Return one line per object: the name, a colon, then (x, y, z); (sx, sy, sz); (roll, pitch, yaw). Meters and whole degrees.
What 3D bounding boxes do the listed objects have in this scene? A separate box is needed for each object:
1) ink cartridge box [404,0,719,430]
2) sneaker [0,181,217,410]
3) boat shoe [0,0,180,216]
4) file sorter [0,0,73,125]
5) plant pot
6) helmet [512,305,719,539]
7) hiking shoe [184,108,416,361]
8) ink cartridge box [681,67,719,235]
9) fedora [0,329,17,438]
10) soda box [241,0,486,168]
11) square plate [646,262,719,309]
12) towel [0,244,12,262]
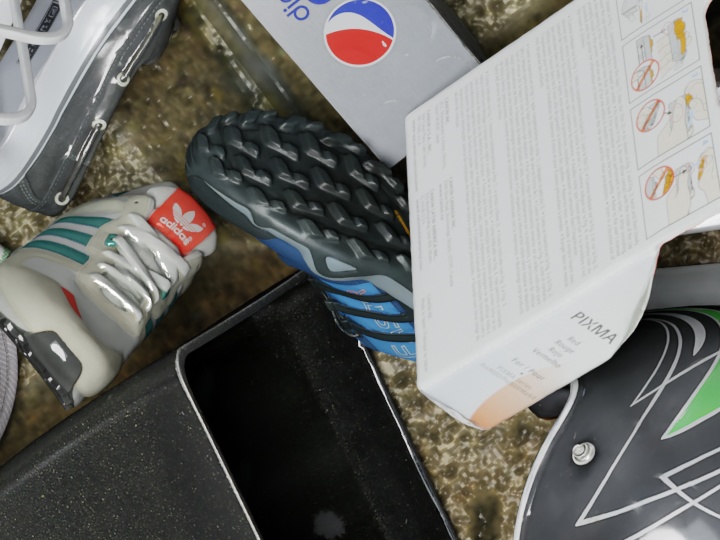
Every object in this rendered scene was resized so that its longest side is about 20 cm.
ink cartridge box: (0.106, -0.046, 1.038); (0.200, 0.162, 0.050); (-30, 133, 30)
sneaker: (-0.114, -0.002, 1.125); (0.093, 0.200, 0.070); (-37, 100, 5)
boat shoe: (-0.121, -0.118, 1.181); (0.057, 0.069, 0.200); (31, 94, -33)
file sorter: (-0.189, -0.147, 1.064); (0.138, 0.125, 0.200); (12, 127, -24)
plant pot: (-0.079, 0.135, 1.149); (0.177, 0.200, 0.200); (-23, 94, 23)
helmet: (0.153, 0.108, 1.059); (0.199, 0.191, 0.201); (-2, 105, -9)
hiking shoe: (0.000, 0.000, 1.139); (0.200, 0.074, 0.087); (28, 135, -14)
ink cartridge box: (0.183, -0.060, 1.116); (0.199, 0.116, 0.067); (-8, 97, 8)
fedora: (-0.248, 0.059, 1.142); (0.200, 0.090, 0.177); (34, 91, -24)
soda box: (-0.026, -0.145, 1.125); (0.068, 0.063, 0.200); (-38, 114, 11)
square plate: (0.194, 0.094, 1.180); (0.198, 0.028, 0.201); (-6, 96, 8)
towel: (-0.280, -0.008, 1.184); (0.149, 0.031, 0.200); (-44, 120, 8)
